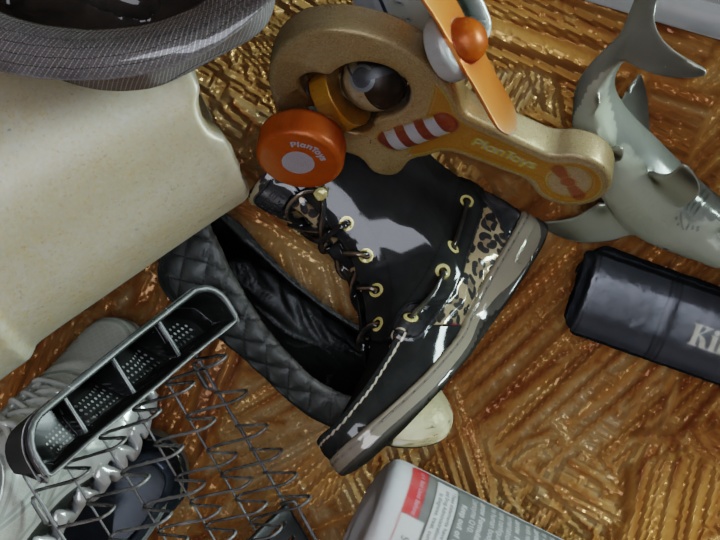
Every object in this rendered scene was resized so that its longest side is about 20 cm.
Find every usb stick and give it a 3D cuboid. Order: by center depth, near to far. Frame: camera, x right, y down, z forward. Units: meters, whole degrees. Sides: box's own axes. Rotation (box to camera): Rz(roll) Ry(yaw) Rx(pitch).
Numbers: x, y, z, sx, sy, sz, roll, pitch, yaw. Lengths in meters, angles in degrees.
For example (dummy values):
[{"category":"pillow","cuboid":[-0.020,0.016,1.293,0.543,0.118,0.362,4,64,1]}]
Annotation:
[{"category":"usb stick","cuboid":[0.216,0.041,0.977,0.198,0.033,0.056,20,94,-2]}]

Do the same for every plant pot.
[{"category":"plant pot","cuboid":[-0.167,-0.059,0.892,0.182,0.200,0.202,-27,95,-4]}]

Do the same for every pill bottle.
[{"category":"pill bottle","cuboid":[0.082,0.200,0.950,0.198,0.114,0.115,26,94,-2]}]

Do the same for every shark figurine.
[{"category":"shark figurine","cuboid":[0.154,-0.088,0.933,0.127,0.215,0.090,2,54,27]}]

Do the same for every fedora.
[{"category":"fedora","cuboid":[-0.108,-0.148,0.794,0.198,0.090,0.179,-5,64,6]}]

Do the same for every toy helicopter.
[{"category":"toy helicopter","cuboid":[0.049,-0.087,0.871,0.198,0.132,0.080,20,52,-17]}]

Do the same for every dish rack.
[{"category":"dish rack","cuboid":[-0.094,0.129,0.914,0.153,0.054,0.201,-40,106,-38]}]

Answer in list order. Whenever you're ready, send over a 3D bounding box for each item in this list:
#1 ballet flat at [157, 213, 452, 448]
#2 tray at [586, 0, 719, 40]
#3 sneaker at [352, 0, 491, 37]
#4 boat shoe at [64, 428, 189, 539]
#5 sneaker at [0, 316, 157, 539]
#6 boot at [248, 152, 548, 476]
[{"category":"ballet flat","cuboid":[-0.031,0.036,0.955,0.199,0.067,0.057,34,130,-1]},{"category":"tray","cuboid":[0.179,-0.199,0.961,0.198,0.022,0.109,16,94,-2]},{"category":"sneaker","cuboid":[0.020,-0.184,0.857,0.070,0.200,0.074,-4,60,18]},{"category":"boat shoe","cuboid":[-0.181,0.170,0.971,0.199,0.062,0.075,-36,92,2]},{"category":"sneaker","cuboid":[-0.179,0.099,0.920,0.075,0.081,0.201,6,53,34]},{"category":"boot","cuboid":[0.000,0.000,0.923,0.150,0.073,0.200,40,61,0]}]
